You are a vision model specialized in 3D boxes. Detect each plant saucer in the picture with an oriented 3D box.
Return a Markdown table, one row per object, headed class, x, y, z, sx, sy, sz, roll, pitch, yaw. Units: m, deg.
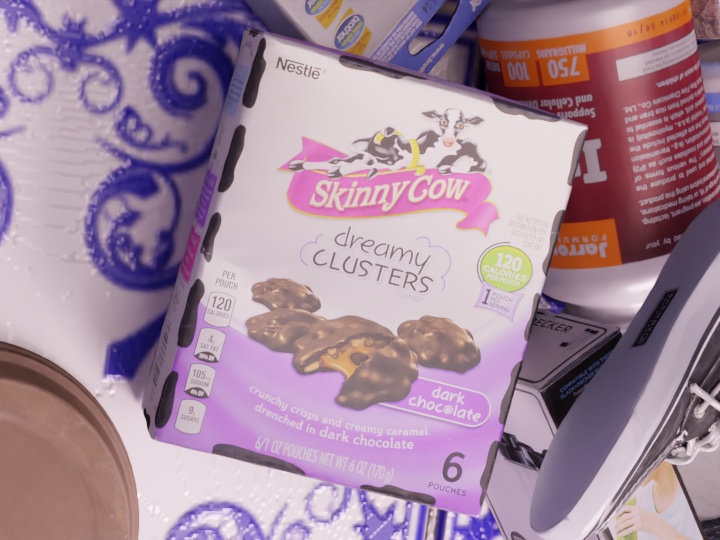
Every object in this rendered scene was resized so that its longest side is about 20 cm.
| class | x | y | z | sx | sy | sz | roll | pitch | yaw |
| --- | --- | --- | --- | --- | --- | --- | --- | --- | --- |
| plant saucer | -0.190 | 0.132 | 1.010 | 0.200 | 0.029 | 0.201 | -5 | 100 | -32 |

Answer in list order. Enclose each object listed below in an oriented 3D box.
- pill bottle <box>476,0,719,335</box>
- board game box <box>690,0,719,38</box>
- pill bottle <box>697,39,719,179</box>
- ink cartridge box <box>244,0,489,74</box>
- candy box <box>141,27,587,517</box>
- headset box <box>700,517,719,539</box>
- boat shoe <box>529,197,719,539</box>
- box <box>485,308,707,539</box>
| class | x | y | z | sx | sy | sz | roll | pitch | yaw |
| --- | --- | --- | --- | --- | --- | --- | --- | --- | --- |
| pill bottle | 0.133 | -0.054 | 1.141 | 0.113 | 0.113 | 0.201 | -21 | 106 | -29 |
| board game box | 0.229 | -0.231 | 1.189 | 0.200 | 0.097 | 0.160 | -21 | 107 | -29 |
| pill bottle | 0.238 | -0.029 | 1.212 | 0.114 | 0.114 | 0.201 | -18 | 106 | -30 |
| ink cartridge box | -0.020 | -0.182 | 1.070 | 0.200 | 0.042 | 0.119 | 47 | 71 | -26 |
| candy box | 0.000 | 0.000 | 1.044 | 0.167 | 0.072 | 0.201 | 14 | 95 | -11 |
| headset box | 0.256 | 0.241 | 1.215 | 0.093 | 0.200 | 0.175 | -3 | 99 | -49 |
| boat shoe | 0.156 | 0.060 | 1.058 | 0.068 | 0.074 | 0.200 | 38 | 67 | -14 |
| box | 0.119 | 0.119 | 1.155 | 0.060 | 0.117 | 0.200 | -34 | 114 | -22 |
